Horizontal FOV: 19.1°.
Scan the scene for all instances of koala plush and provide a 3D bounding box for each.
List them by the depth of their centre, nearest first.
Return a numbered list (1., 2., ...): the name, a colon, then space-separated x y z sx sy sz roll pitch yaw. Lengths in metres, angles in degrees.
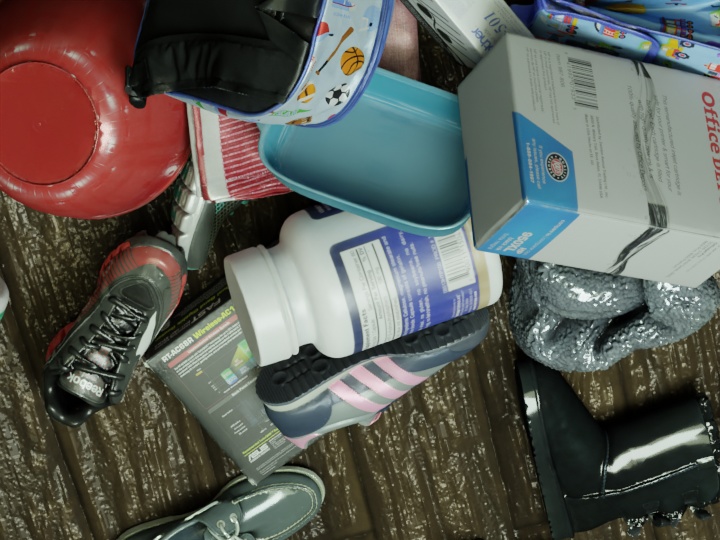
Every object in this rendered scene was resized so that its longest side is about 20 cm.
1. koala plush: 0.162 -0.037 1.713 0.183 0.178 0.200 -28 120 20

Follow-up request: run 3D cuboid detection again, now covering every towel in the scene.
1. towel: -0.041 -0.137 1.690 0.198 0.023 0.146 -10 100 -22

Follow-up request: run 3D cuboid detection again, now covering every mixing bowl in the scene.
1. mixing bowl: -0.231 -0.123 1.657 0.198 0.108 0.202 3 107 10

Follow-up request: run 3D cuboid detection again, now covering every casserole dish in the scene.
1. casserole dish: 0.015 -0.090 1.637 0.198 0.122 0.039 20 153 11

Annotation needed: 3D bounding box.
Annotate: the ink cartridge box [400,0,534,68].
1. ink cartridge box: 0.040 -0.238 1.624 0.044 0.094 0.200 -45 109 -6

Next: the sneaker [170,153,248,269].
1. sneaker: -0.095 -0.087 1.729 0.090 0.078 0.201 15 112 -14

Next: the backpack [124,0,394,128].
1. backpack: -0.061 -0.189 1.553 0.153 0.190 0.202 1 110 -37

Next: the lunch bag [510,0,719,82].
1. lunch bag: 0.214 -0.195 1.664 0.198 0.151 0.095 4 83 1

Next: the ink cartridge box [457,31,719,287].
1. ink cartridge box: 0.182 -0.079 1.597 0.198 0.146 0.084 10 150 -24

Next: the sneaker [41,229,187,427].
1. sneaker: -0.202 0.054 1.734 0.070 0.098 0.201 29 127 -14

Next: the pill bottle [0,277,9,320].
1. pill bottle: -0.372 0.084 1.751 0.112 0.113 0.201 21 108 -12

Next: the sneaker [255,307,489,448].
1. sneaker: 0.017 0.082 1.749 0.198 0.070 0.082 -20 133 3

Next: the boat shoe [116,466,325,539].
1. boat shoe: -0.122 0.233 1.858 0.198 0.062 0.073 -21 112 4

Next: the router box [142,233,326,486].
1. router box: -0.061 0.062 1.794 0.199 0.062 0.150 -36 111 10

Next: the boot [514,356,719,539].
1. boot: 0.225 0.142 1.844 0.161 0.074 0.200 -14 119 4

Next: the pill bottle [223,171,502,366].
1. pill bottle: 0.000 0.000 1.677 0.198 0.120 0.121 -19 113 -10
